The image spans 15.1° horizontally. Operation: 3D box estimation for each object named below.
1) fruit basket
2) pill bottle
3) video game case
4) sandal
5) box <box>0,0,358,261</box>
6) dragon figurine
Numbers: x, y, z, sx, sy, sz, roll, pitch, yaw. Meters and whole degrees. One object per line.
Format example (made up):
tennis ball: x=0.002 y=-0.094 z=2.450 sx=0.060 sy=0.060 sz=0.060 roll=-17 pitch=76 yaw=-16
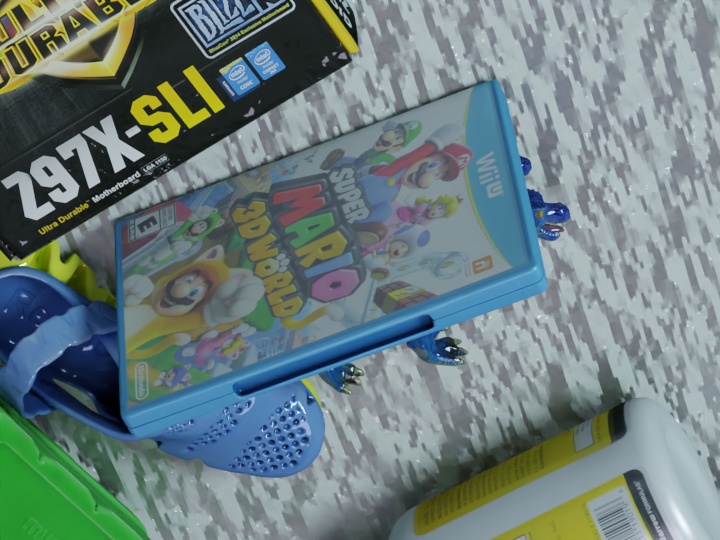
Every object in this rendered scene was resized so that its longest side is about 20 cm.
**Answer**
fruit basket: x=-0.214 y=0.135 z=1.351 sx=0.216 sy=0.215 sz=0.156 roll=43 pitch=73 yaw=-25
pill bottle: x=0.084 y=0.154 z=1.376 sx=0.199 sy=0.112 sz=0.112 roll=-27 pitch=120 yaw=14
video game case: x=-0.019 y=-0.008 z=1.249 sx=0.199 sy=0.143 sz=0.018 roll=-20 pitch=128 yaw=10
sandal: x=-0.108 y=0.058 z=1.321 sx=0.199 sy=0.087 sz=0.080 roll=22 pitch=117 yaw=-18
box: x=-0.125 y=-0.116 z=1.233 sx=0.199 sy=0.049 sz=0.160 roll=-29 pitch=121 yaw=15
dragon figurine: x=0.000 y=0.000 z=1.297 sx=0.199 sy=0.059 sz=0.100 roll=-10 pitch=123 yaw=-9
